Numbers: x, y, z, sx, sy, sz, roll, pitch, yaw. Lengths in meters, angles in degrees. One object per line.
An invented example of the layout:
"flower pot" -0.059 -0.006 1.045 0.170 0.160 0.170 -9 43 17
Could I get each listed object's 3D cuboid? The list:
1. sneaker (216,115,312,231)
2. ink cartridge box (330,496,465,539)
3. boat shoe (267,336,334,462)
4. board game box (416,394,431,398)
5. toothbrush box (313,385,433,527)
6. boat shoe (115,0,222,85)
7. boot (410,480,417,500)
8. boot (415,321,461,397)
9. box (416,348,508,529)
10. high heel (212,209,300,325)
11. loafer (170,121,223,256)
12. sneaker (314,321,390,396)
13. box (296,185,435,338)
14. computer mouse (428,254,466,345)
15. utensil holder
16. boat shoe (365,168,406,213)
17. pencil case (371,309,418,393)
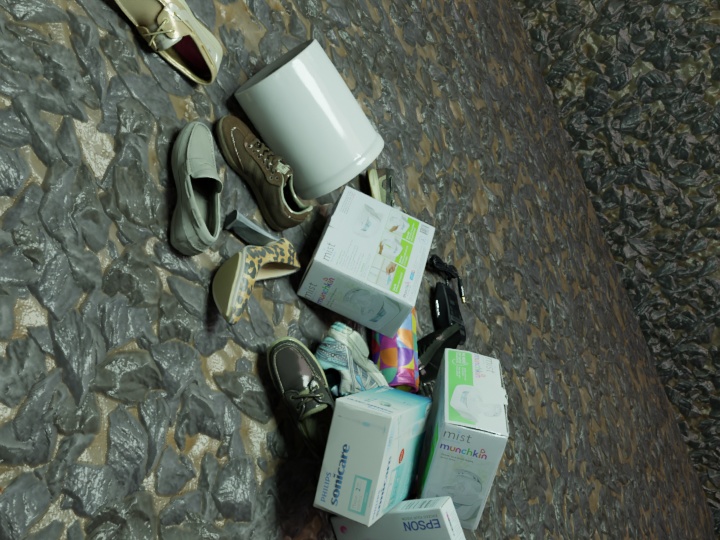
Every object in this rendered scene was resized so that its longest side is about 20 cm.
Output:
"sneaker" -0.142 -0.158 1.153 0.200 0.075 0.071 59 33 -21
"ink cartridge box" 0.070 0.431 1.068 0.043 0.196 0.201 -20 91 -57
"boat shoe" -0.070 0.188 1.062 0.201 0.073 0.065 64 -10 -13
"board game box" 0.050 0.271 1.223 0.200 0.034 0.136 14 89 -55
"toothbrush box" 0.023 0.248 1.037 0.200 0.085 0.147 11 91 -68
"boat shoe" -0.268 -0.336 1.046 0.200 0.074 0.069 35 41 -46
"boot" 0.123 0.422 1.253 0.075 0.097 0.200 57 34 -23
"boot" 0.157 0.207 1.433 0.211 0.079 0.158 -37 99 -47
"box" 0.153 0.250 1.135 0.200 0.096 0.177 -75 177 -64
"high heel" -0.137 0.018 1.069 0.142 0.071 0.201 36 36 -36
"loafer" -0.216 -0.117 1.018 0.070 0.070 0.201 23 56 -51
"sneaker" -0.022 0.169 1.198 0.086 0.077 0.200 -46 134 -19
"box" 0.013 -0.019 1.232 0.176 0.097 0.200 24 44 -5
"computer mouse" 0.189 0.073 1.600 0.140 0.046 0.201 21 52 -58
"utensil holder" -0.084 -0.243 1.207 0.200 0.169 0.170 55 35 -21
"boat shoe" 0.058 -0.105 1.435 0.073 0.065 0.201 92 -15 -82
"pencil case" 0.059 0.121 1.321 0.088 0.088 0.201 32 49 -47
